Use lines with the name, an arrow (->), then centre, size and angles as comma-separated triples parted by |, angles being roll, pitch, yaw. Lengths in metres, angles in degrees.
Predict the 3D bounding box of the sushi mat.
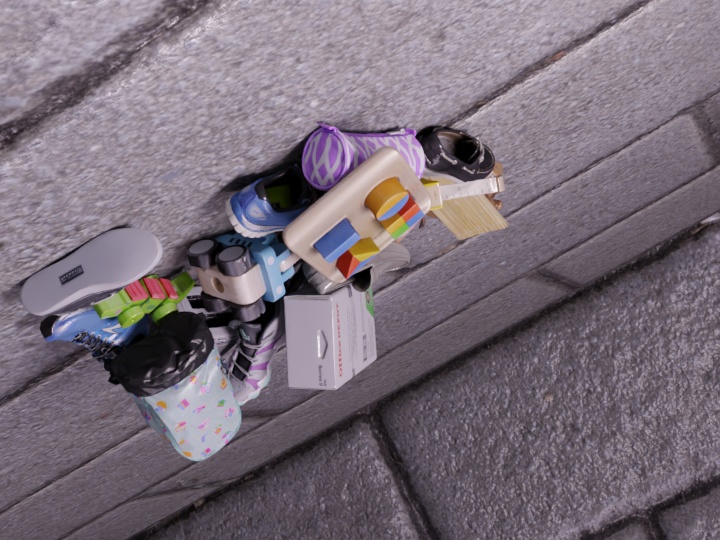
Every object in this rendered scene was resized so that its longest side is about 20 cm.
sushi mat -> 0.155, -0.109, 1.820 | 0.095, 0.012, 0.200 | -12, 146, 29

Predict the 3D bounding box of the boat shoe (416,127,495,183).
boat shoe -> 0.148, -0.174, 1.684 | 0.060, 0.075, 0.199 | -30, 158, 35

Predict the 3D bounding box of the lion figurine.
lion figurine -> 0.154, -0.122, 1.869 | 0.199, 0.073, 0.122 | -28, 157, 24

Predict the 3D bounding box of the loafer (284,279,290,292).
loafer -> -0.149, 0.013, 1.813 | 0.062, 0.072, 0.200 | -20, 168, -8

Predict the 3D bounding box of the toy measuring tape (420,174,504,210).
toy measuring tape -> 0.103, -0.113, 1.622 | 0.198, 0.074, 0.074 | -11, 166, 2

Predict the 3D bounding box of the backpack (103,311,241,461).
backpack -> -0.259, 0.178, 1.656 | 0.166, 0.127, 0.201 | -30, 134, -14

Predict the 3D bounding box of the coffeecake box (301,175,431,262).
coffeecake box -> 0.006, -0.079, 1.746 | 0.152, 0.074, 0.200 | -14, 161, -31

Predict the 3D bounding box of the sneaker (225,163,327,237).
sneaker -> -0.079, -0.092, 1.519 | 0.199, 0.079, 0.089 | -11, 161, -46

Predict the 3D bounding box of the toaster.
toaster -> -0.270, 0.097, 1.805 | 0.129, 0.114, 0.199 | -37, 160, 29

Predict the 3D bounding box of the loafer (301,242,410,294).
loafer -> 0.000, 0.000, 1.724 | 0.199, 0.070, 0.070 | -9, 157, -39

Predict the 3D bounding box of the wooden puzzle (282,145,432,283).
wooden puzzle -> 0.007, -0.060, 1.498 | 0.185, 0.046, 0.200 | -39, 156, 4

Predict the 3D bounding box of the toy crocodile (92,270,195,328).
toy crocodile -> -0.308, 0.036, 1.618 | 0.062, 0.068, 0.199 | -40, 163, 24

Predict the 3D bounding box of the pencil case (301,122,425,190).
pencil case -> 0.009, -0.148, 1.509 | 0.199, 0.083, 0.086 | -10, 120, -54

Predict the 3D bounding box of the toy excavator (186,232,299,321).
toy excavator -> -0.117, -0.021, 1.617 | 0.193, 0.101, 0.200 | 14, -139, 40

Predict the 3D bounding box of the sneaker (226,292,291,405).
sneaker -> -0.174, 0.110, 1.750 | 0.201, 0.077, 0.140 | -60, 156, -3

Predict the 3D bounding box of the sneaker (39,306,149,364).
sneaker -> -0.368, 0.088, 1.628 | 0.078, 0.090, 0.199 | -23, 168, 32

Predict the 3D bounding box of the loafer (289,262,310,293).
loafer -> -0.084, 0.000, 1.902 | 0.072, 0.063, 0.200 | 7, 128, -51

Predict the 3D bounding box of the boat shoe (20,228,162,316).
boat shoe -> -0.335, 0.008, 1.462 | 0.199, 0.072, 0.068 | -27, 164, 10

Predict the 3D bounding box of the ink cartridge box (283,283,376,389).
ink cartridge box -> -0.045, 0.092, 1.787 | 0.083, 0.148, 0.200 | 0, -172, 19
